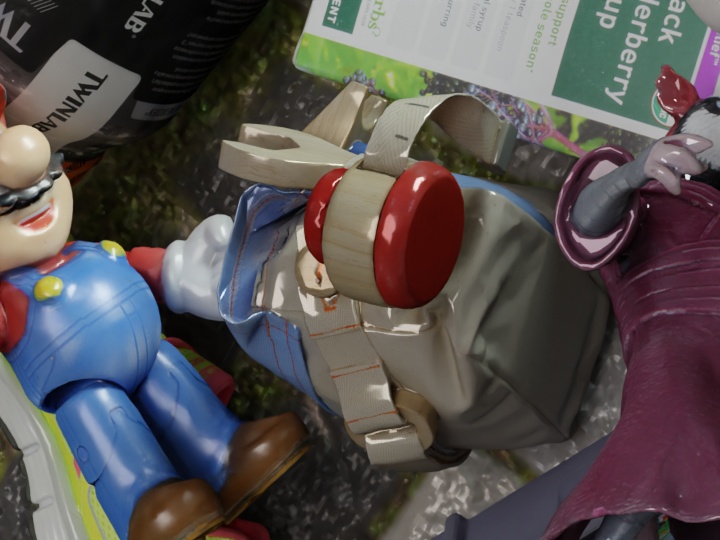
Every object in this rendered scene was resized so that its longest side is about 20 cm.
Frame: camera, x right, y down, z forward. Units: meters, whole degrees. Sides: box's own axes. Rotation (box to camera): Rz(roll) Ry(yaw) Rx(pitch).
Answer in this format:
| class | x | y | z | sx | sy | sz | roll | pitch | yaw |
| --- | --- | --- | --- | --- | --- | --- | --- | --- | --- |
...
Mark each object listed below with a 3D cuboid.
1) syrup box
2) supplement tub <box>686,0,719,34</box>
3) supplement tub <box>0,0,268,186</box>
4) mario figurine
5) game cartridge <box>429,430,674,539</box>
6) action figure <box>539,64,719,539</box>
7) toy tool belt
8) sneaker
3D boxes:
| class | x | y | z | sx | sy | sz | roll | pitch | yaw |
| --- | --- | --- | --- | --- | --- | --- | --- | --- | --- |
| syrup box | 0.086 | -0.078 | 0.999 | 0.199 | 0.081 | 0.079 | 20 | 95 | 30 |
| supplement tub | 0.205 | -0.104 | 0.817 | 0.144 | 0.199 | 0.145 | -161 | 90 | -72 |
| supplement tub | -0.086 | -0.133 | 1.068 | 0.200 | 0.122 | 0.123 | -50 | 65 | 22 |
| mario figurine | -0.103 | 0.004 | 0.999 | 0.106 | 0.123 | 0.200 | -42 | 86 | 10 |
| game cartridge | 0.085 | 0.095 | 0.961 | 0.200 | 0.130 | 0.038 | -34 | 105 | 21 |
| action figure | 0.110 | 0.026 | 0.878 | 0.149 | 0.133 | 0.201 | -52 | 30 | 41 |
| toy tool belt | 0.000 | 0.000 | 0.972 | 0.122 | 0.200 | 0.126 | 13 | 81 | 26 |
| sneaker | -0.091 | 0.042 | 1.089 | 0.090 | 0.078 | 0.201 | -26 | 84 | 22 |
